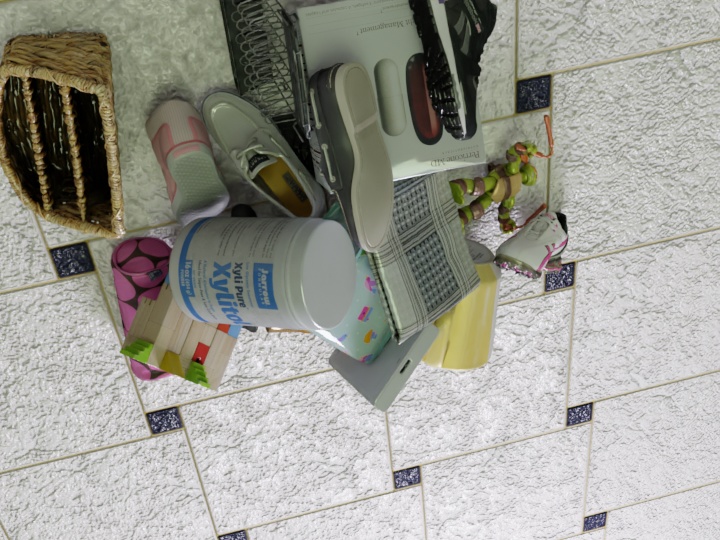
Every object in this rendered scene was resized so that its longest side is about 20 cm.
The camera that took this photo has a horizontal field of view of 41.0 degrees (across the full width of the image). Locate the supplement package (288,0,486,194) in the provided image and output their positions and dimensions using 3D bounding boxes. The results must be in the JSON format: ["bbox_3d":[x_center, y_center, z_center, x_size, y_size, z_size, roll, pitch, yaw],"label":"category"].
[{"bbox_3d":[0.027,-0.212,1.112,0.188,0.147,0.204,-12,103,-6],"label":"supplement package"}]

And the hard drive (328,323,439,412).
[{"bbox_3d":[0.028,0.108,1.345,0.026,0.200,0.133,36,88,-23],"label":"hard drive"}]

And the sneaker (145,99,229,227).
[{"bbox_3d":[-0.216,-0.138,1.201,0.074,0.106,0.201,-20,160,-11],"label":"sneaker"}]

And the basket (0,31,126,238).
[{"bbox_3d":[-0.346,-0.150,1.094,0.140,0.150,0.202,-5,129,-13],"label":"basket"}]

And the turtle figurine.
[{"bbox_3d":[0.189,-0.122,1.323,0.159,0.065,0.202,-23,144,-24],"label":"turtle figurine"}]

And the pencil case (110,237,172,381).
[{"bbox_3d":[-0.281,0.056,1.313,0.092,0.091,0.202,-12,132,-16],"label":"pencil case"}]

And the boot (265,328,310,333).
[{"bbox_3d":[-0.061,0.006,1.357,0.142,0.071,0.203,-8,132,-18],"label":"boot"}]

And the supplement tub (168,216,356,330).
[{"bbox_3d":[-0.118,0.002,1.157,0.197,0.133,0.133,2,138,31],"label":"supplement tub"}]

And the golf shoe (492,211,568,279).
[{"bbox_3d":[0.243,-0.041,1.357,0.199,0.072,0.094,-13,120,-63],"label":"golf shoe"}]

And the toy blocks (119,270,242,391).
[{"bbox_3d":[-0.221,0.069,1.252,0.200,0.099,0.139,37,72,-56],"label":"toy blocks"}]

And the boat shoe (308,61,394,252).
[{"bbox_3d":[-0.013,-0.120,1.030,0.072,0.062,0.203,-31,118,-48],"label":"boat shoe"}]

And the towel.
[{"bbox_3d":[0.076,-0.038,1.218,0.192,0.034,0.203,-29,105,-43],"label":"towel"}]

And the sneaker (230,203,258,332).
[{"bbox_3d":[-0.178,0.001,1.313,0.089,0.076,0.203,2,122,-6],"label":"sneaker"}]

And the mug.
[{"bbox_3d":[0.141,0.048,1.377,0.147,0.187,0.155,2,118,-20],"label":"mug"}]

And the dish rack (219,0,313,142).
[{"bbox_3d":[-0.104,-0.238,1.067,0.054,0.201,0.155,-17,130,-12],"label":"dish rack"}]

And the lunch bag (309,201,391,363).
[{"bbox_3d":[0.000,0.000,1.272,0.201,0.122,0.170,-53,143,-1],"label":"lunch bag"}]

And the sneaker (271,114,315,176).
[{"bbox_3d":[-0.048,-0.151,1.223,0.196,0.082,0.074,-3,130,-13],"label":"sneaker"}]

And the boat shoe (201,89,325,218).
[{"bbox_3d":[-0.121,-0.136,1.166,0.071,0.070,0.201,-38,97,12],"label":"boat shoe"}]

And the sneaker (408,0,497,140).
[{"bbox_3d":[0.111,-0.242,1.009,0.086,0.076,0.203,-16,103,-13],"label":"sneaker"}]
